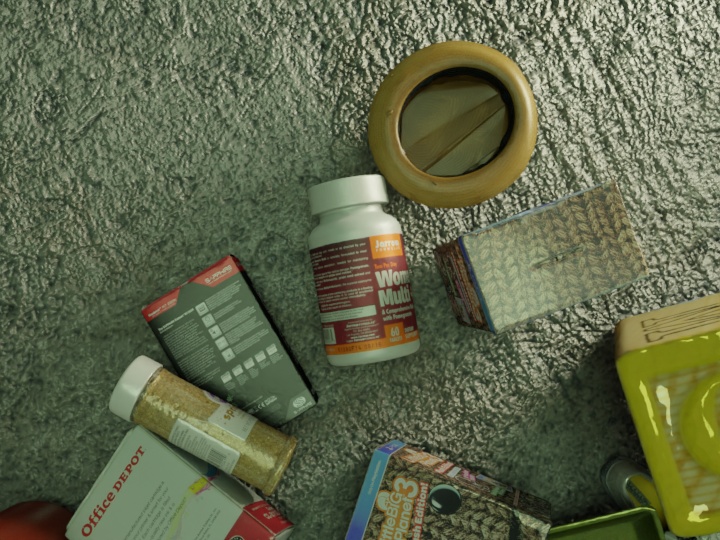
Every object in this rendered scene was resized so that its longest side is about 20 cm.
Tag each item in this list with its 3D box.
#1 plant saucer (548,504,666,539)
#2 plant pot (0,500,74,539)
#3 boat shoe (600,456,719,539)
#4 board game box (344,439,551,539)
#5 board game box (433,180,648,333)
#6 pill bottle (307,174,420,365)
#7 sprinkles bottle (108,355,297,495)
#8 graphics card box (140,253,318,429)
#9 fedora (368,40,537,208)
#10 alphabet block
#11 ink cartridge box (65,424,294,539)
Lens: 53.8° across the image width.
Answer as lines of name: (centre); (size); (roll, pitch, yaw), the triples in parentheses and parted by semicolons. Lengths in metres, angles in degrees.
plant saucer: (0.265, 0.379, 0.818); (0.198, 0.048, 0.202); (-18, 90, 12)
plant pot: (-0.380, 0.345, 0.731); (0.198, 0.195, 0.203); (0, 93, 4)
boat shoe: (0.374, 0.300, 0.823); (0.075, 0.086, 0.202); (-44, 90, -3)
board game box: (0.091, 0.302, 0.780); (0.198, 0.097, 0.161); (18, 88, 17)
board game box: (0.179, -0.010, 0.761); (0.158, 0.200, 0.098); (-20, 89, -2)
pill bottle: (0.000, 0.000, 0.807); (0.108, 0.110, 0.202); (-9, 89, -2)
sprinkles bottle: (-0.169, 0.168, 0.768); (0.199, 0.068, 0.069); (28, 87, 0)
graphics card box: (-0.150, 0.099, 0.827); (0.125, 0.051, 0.201); (-31, 89, -2)
fedora: (0.105, -0.164, 0.829); (0.198, 0.082, 0.203); (0, 88, -3)
alphabet block: (0.390, 0.134, 0.745); (0.195, 0.200, 0.197); (-20, 88, 21)
ink cartridge box: (-0.197, 0.284, 0.781); (0.199, 0.083, 0.146); (34, 88, 15)
